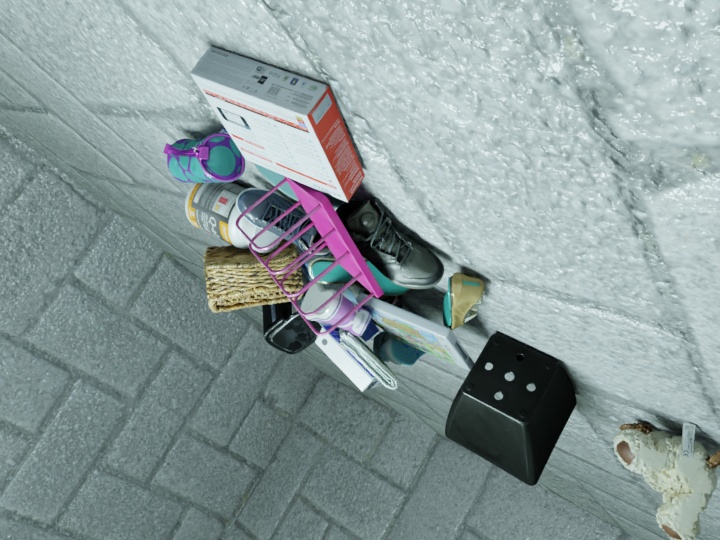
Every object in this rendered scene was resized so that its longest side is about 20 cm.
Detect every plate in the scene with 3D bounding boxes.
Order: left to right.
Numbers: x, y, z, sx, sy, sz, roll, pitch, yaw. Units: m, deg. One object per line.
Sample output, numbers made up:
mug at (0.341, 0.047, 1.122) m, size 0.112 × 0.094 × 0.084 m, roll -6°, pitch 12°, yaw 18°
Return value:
plate at (-0.116, -0.156, 1.043) m, size 0.198 × 0.026 × 0.200 m, roll 31°, pitch 166°, yaw 8°

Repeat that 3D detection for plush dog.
plush dog at (0.536, 0.333, 1.099) m, size 0.202 × 0.159 × 0.172 m, roll 59°, pitch -176°, yaw 8°

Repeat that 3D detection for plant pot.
plant pot at (0.278, 0.237, 1.192) m, size 0.198 × 0.200 × 0.179 m, roll 24°, pitch 152°, yaw 29°

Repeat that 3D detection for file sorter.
file sorter at (-0.083, -0.021, 0.980) m, size 0.139 × 0.125 × 0.201 m, roll 40°, pitch 166°, yaw 51°

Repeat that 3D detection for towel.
towel at (0.010, 0.173, 1.294) m, size 0.149 × 0.031 × 0.200 m, roll 45°, pitch 177°, yaw -2°

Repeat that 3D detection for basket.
basket at (-0.216, 0.031, 1.309) m, size 0.196 × 0.152 × 0.143 m, roll -7°, pitch -159°, yaw -12°

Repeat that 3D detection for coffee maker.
coffee maker at (-0.174, 0.092, 1.508) m, size 0.133 × 0.202 × 0.193 m, roll 13°, pitch 130°, yaw -25°

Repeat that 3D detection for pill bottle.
pill bottle at (-0.253, -0.113, 1.295) m, size 0.198 × 0.117 × 0.117 m, roll 24°, pitch 164°, yaw 31°

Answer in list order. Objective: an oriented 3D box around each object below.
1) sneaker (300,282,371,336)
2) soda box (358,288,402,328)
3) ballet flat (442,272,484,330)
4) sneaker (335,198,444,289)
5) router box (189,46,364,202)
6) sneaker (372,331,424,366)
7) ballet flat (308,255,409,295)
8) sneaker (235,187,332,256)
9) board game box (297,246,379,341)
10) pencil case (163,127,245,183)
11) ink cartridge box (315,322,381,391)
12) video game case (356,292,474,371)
sneaker at (-0.044, 0.082, 1.214) m, size 0.113 × 0.074 × 0.200 m, roll 29°, pitch 177°, yaw -21°
soda box at (0.045, 0.061, 1.318) m, size 0.063 × 0.071 × 0.200 m, roll 27°, pitch 165°, yaw 13°
ballet flat at (0.172, 0.058, 1.063) m, size 0.062 × 0.070 × 0.200 m, roll 0°, pitch 164°, yaw 4°
sneaker at (0.038, -0.042, 0.982) m, size 0.198 × 0.077 × 0.114 m, roll 35°, pitch 173°, yaw 13°
router box at (-0.106, -0.190, 0.844) m, size 0.198 × 0.049 × 0.180 m, roll 26°, pitch 162°, yaw 26°
sneaker at (0.066, 0.175, 1.415) m, size 0.129 × 0.081 × 0.199 m, roll -13°, pitch 175°, yaw 28°
ballet flat at (0.000, 0.000, 1.202) m, size 0.196 × 0.069 × 0.062 m, roll 11°, pitch -164°, yaw 0°
sneaker at (-0.127, -0.089, 1.152) m, size 0.200 × 0.078 × 0.146 m, roll 27°, pitch 179°, yaw -16°
board game box at (-0.059, 0.043, 1.371) m, size 0.200 × 0.043 × 0.200 m, roll 55°, pitch 171°, yaw -18°
pencil case at (-0.278, -0.199, 1.130) m, size 0.091 × 0.087 × 0.199 m, roll 22°, pitch 173°, yaw -33°
ink cartridge box at (-0.028, 0.175, 1.407) m, size 0.200 × 0.043 × 0.198 m, roll 47°, pitch -174°, yaw 14°
video game case at (0.105, 0.117, 1.201) m, size 0.198 × 0.022 × 0.182 m, roll 21°, pitch 164°, yaw 32°
